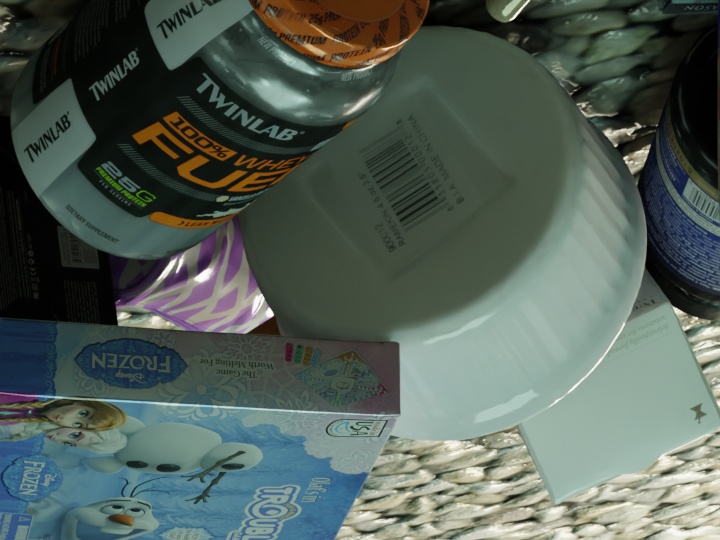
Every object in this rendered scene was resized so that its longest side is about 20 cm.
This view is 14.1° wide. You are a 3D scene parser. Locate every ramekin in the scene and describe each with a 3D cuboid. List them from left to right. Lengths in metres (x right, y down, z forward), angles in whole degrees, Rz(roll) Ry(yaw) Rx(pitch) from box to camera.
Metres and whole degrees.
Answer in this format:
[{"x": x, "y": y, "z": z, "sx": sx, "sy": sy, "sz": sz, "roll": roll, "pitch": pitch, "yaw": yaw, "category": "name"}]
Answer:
[{"x": 0.036, "y": -0.025, "z": 1.457, "sx": 0.200, "sy": 0.201, "sz": 0.098, "roll": -16, "pitch": 150, "yaw": 12, "category": "ramekin"}]

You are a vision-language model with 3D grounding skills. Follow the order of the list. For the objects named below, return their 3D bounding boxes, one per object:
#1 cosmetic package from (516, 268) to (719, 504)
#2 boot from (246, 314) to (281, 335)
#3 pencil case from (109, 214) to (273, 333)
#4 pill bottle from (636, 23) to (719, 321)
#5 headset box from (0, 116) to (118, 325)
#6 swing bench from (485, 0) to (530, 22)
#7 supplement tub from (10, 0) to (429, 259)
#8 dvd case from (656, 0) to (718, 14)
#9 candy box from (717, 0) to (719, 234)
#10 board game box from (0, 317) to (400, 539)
[{"x": 0.126, "y": 0.047, "z": 1.653, "sx": 0.107, "sy": 0.085, "sz": 0.200, "roll": -25, "pitch": -165, "yaw": 0, "category": "cosmetic package"}, {"x": 0.000, "y": 0.000, "z": 1.560, "sx": 0.200, "sy": 0.145, "sz": 0.071, "roll": -13, "pitch": 145, "yaw": 21, "category": "boot"}, {"x": -0.087, "y": 0.004, "z": 1.602, "sx": 0.084, "sy": 0.086, "sz": 0.200, "roll": 13, "pitch": 170, "yaw": 34, "category": "pencil case"}, {"x": 0.210, "y": -0.048, "z": 1.585, "sx": 0.111, "sy": 0.112, "sz": 0.200, "roll": -8, "pitch": 158, "yaw": -8, "category": "pill bottle"}, {"x": -0.200, "y": 0.030, "z": 1.527, "sx": 0.075, "sy": 0.149, "sz": 0.200, "roll": 3, "pitch": 154, "yaw": -27, "category": "headset box"}, {"x": 0.056, "y": -0.216, "z": 1.101, "sx": 0.200, "sy": 0.130, "sz": 0.199, "roll": -32, "pitch": 150, "yaw": 30, "category": "swing bench"}, {"x": -0.064, "y": -0.097, "z": 1.325, "sx": 0.122, "sy": 0.123, "sz": 0.200, "roll": 6, "pitch": 152, "yaw": -36, "category": "supplement tub"}, {"x": 0.247, "y": -0.181, "z": 1.406, "sx": 0.145, "sy": 0.022, "sz": 0.200, "roll": -2, "pitch": 156, "yaw": -23, "category": "dvd case"}, {"x": 0.272, "y": -0.061, "z": 1.406, "sx": 0.199, "sy": 0.077, "sz": 0.170, "roll": 0, "pitch": 126, "yaw": 9, "category": "candy box"}, {"x": -0.096, "y": 0.087, "z": 1.430, "sx": 0.198, "sy": 0.044, "sz": 0.200, "roll": 3, "pitch": 154, "yaw": -10, "category": "board game box"}]
